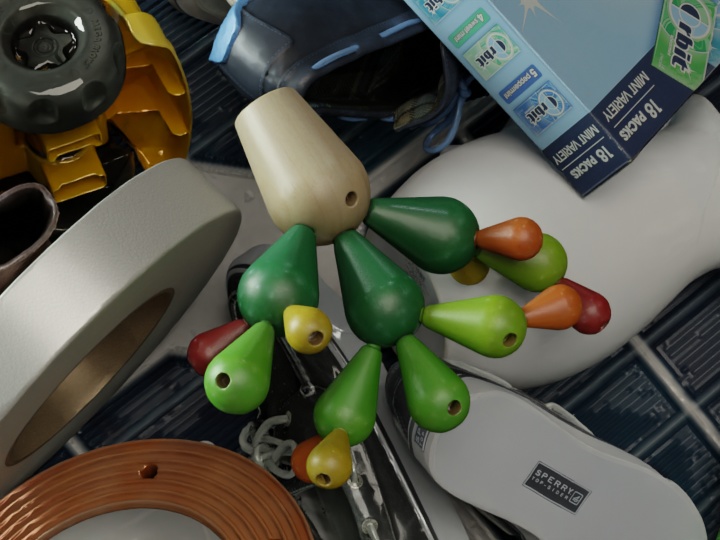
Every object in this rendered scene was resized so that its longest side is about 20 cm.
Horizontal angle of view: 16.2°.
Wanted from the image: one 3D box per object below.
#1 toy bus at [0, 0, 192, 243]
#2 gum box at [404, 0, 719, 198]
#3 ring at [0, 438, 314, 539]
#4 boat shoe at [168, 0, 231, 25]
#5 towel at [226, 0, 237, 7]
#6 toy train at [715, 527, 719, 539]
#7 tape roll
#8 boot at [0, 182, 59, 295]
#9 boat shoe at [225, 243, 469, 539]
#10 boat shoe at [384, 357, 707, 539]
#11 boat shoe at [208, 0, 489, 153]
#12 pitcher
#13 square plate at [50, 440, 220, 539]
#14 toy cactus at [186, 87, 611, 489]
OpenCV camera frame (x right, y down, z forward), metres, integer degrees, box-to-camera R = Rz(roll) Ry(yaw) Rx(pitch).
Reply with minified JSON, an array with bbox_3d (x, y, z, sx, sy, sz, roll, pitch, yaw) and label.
[{"bbox_3d":[-0.203,-0.105,1.191,0.200,0.136,0.192,-21,65,-13],"label":"toy bus"},{"bbox_3d":[0.090,-0.159,1.190,0.200,0.045,0.170,47,50,-2],"label":"gum box"},{"bbox_3d":[-0.109,0.159,1.089,0.200,0.019,0.201,-12,48,14],"label":"ring"},{"bbox_3d":[0.003,-0.148,1.253,0.200,0.074,0.067,-9,41,-13],"label":"boat shoe"},{"bbox_3d":[-0.016,-0.202,1.231,0.200,0.035,0.133,-34,71,-28],"label":"towel"},{"bbox_3d":[0.203,0.102,1.232,0.056,0.042,0.200,40,63,-43],"label":"toy train"},{"bbox_3d":[-0.132,0.036,1.117,0.037,0.203,0.203,42,71,6],"label":"tape roll"},{"bbox_3d":[-0.219,0.039,1.116,0.200,0.166,0.072,-36,81,-16],"label":"boot"},{"bbox_3d":[-0.020,0.085,1.190,0.068,0.074,0.200,-27,89,-31],"label":"boat shoe"},{"bbox_3d":[0.086,0.099,1.187,0.200,0.068,0.072,32,97,-36],"label":"boat shoe"},{"bbox_3d":[0.018,-0.090,1.186,0.200,0.084,0.069,-13,44,-41],"label":"boat shoe"},{"bbox_3d":[0.095,-0.034,1.235,0.200,0.121,0.172,-19,54,-23],"label":"pitcher"},{"bbox_3d":[-0.119,0.205,1.159,0.200,0.028,0.198,-22,78,-16],"label":"square plate"},{"bbox_3d":[0.000,0.000,1.081,0.200,0.102,0.165,-23,73,-27],"label":"toy cactus"}]
